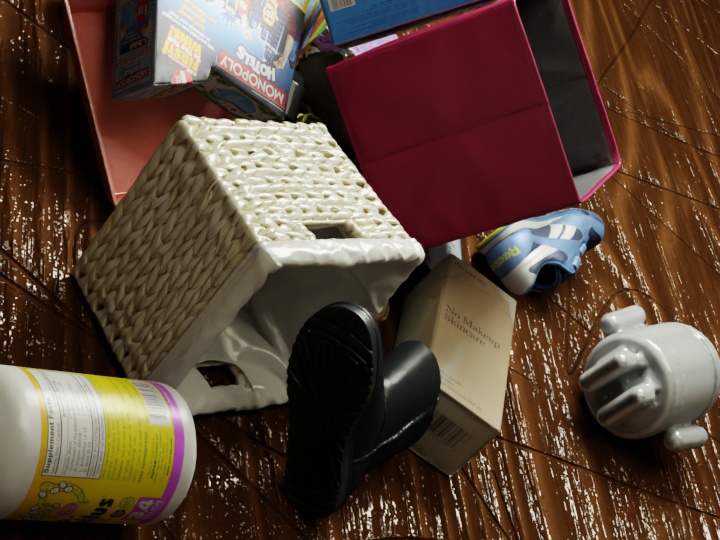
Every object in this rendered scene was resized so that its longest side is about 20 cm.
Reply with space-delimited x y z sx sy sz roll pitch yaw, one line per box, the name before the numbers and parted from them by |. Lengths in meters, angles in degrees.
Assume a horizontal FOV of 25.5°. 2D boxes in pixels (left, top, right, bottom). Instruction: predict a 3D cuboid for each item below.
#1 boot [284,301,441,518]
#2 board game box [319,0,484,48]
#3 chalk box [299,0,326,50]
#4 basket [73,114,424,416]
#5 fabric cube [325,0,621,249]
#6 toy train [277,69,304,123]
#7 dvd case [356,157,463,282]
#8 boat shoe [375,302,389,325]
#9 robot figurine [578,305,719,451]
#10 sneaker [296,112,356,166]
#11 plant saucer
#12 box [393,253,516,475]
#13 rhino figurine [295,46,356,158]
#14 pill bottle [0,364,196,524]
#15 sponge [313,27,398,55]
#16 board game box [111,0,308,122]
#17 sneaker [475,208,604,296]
boot | 0.009 0.090 1.331 0.076 0.202 0.168 21 30 22
board game box | 0.062 -0.280 1.605 0.196 0.197 0.057 -68 141 -83
chalk box | -0.098 -0.303 1.672 0.123 0.126 0.200 31 33 3
basket | -0.096 -0.002 1.306 0.197 0.200 0.162 -3 50 -50
fabric cube | 0.114 -0.148 1.536 0.196 0.197 0.202 -35 107 -64
toy train | -0.087 -0.097 1.480 0.034 0.045 0.202 32 64 -44
dvd case | 0.053 -0.060 1.622 0.200 0.017 0.144 48 29 -41
boat shoe | 0.000 0.000 1.520 0.075 0.072 0.201 28 37 -25
robot figurine | 0.316 0.117 1.712 0.199 0.112 0.171 -8 70 -51
sneaker | -0.070 -0.129 1.555 0.201 0.085 0.074 52 23 20
plant saucer | -0.183 -0.160 1.455 0.198 0.036 0.203 -14 89 -49
box | 0.085 0.086 1.517 0.094 0.078 0.201 34 34 -15
rhino figurine | -0.001 -0.155 1.700 0.201 0.060 0.087 53 27 -3
pill bottle | -0.219 0.122 1.110 0.198 0.104 0.105 10 46 -42
sponge | 0.042 -0.227 1.855 0.200 0.030 0.112 42 33 -6
board game box | -0.147 -0.220 1.440 0.199 0.061 0.202 33 57 -38
sneaker | 0.212 -0.017 1.784 0.199 0.074 0.083 -12 65 -45
